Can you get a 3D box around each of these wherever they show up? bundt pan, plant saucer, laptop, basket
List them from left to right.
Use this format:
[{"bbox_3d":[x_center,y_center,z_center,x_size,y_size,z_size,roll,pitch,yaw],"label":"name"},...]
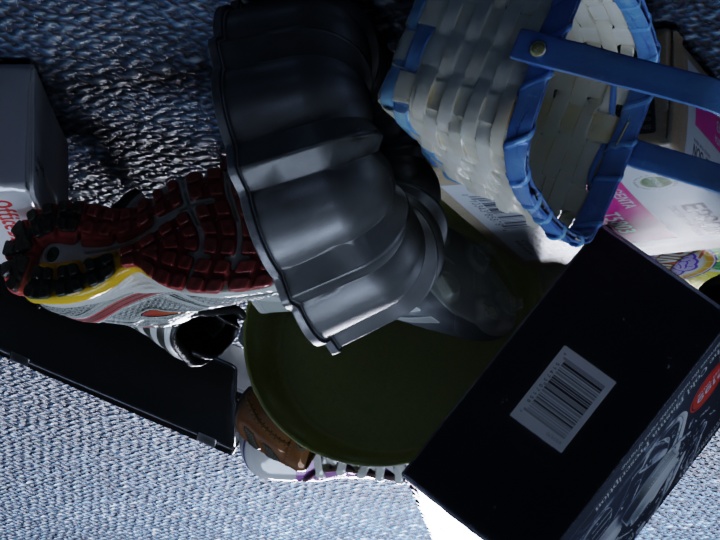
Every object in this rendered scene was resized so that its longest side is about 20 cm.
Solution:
[{"bbox_3d":[-0.150,0.035,1.888,0.187,0.116,0.200,23,-151,8],"label":"laptop"},{"bbox_3d":[-0.009,-0.061,1.479,0.075,0.203,0.202,-17,158,15],"label":"bundt pan"},{"bbox_3d":[0.023,0.038,1.761,0.199,0.201,0.031,-3,154,14],"label":"plant saucer"},{"bbox_3d":[0.123,-0.088,1.428,0.199,0.140,0.176,22,171,21],"label":"basket"}]

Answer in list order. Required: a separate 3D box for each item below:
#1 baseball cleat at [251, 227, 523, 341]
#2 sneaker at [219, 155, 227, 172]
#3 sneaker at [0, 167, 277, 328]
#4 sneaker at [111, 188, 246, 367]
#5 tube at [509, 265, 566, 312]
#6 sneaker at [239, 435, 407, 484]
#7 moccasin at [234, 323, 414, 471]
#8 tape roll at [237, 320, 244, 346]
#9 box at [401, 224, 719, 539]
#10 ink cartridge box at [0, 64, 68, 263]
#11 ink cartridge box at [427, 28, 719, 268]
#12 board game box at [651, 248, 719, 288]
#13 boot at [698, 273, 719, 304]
[{"bbox_3d":[0.000,0.000,1.664,0.200,0.070,0.106,31,133,-30],"label":"baseball cleat"},{"bbox_3d":[-0.044,-0.042,1.718,0.074,0.081,0.200,5,162,-19],"label":"sneaker"},{"bbox_3d":[-0.106,-0.009,1.596,0.199,0.078,0.082,-3,159,23],"label":"sneaker"},{"bbox_3d":[-0.133,0.015,1.763,0.115,0.076,0.201,41,-174,-5],"label":"sneaker"},{"bbox_3d":[0.179,0.025,1.835,0.058,0.052,0.200,30,-171,39],"label":"tube"},{"bbox_3d":[0.018,0.117,1.833,0.199,0.073,0.114,-12,-155,-1],"label":"sneaker"},{"bbox_3d":[-0.001,0.044,1.818,0.078,0.202,0.074,31,157,16],"label":"moccasin"},{"bbox_3d":[0.009,0.064,1.981,0.202,0.037,0.203,19,-173,-2],"label":"tape roll"},{"bbox_3d":[0.134,0.104,1.677,0.104,0.200,0.182,36,169,18],"label":"box"},{"bbox_3d":[-0.285,-0.063,1.660,0.199,0.084,0.145,0,163,3],"label":"ink cartridge box"},{"bbox_3d":[0.139,-0.068,1.628,0.164,0.076,0.200,-5,161,24],"label":"ink cartridge box"},{"bbox_3d":[0.216,-0.022,1.827,0.199,0.041,0.153,1,163,0],"label":"board game box"},{"bbox_3d":[0.312,-0.007,1.697,0.200,0.070,0.132,-40,152,16],"label":"boot"}]
